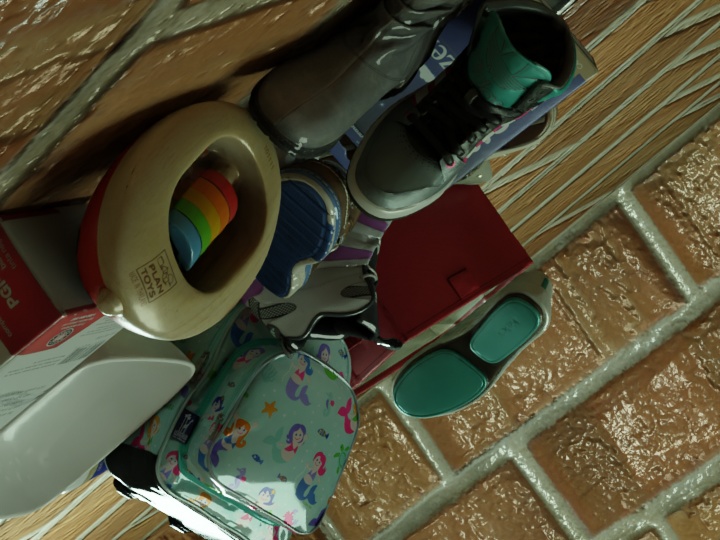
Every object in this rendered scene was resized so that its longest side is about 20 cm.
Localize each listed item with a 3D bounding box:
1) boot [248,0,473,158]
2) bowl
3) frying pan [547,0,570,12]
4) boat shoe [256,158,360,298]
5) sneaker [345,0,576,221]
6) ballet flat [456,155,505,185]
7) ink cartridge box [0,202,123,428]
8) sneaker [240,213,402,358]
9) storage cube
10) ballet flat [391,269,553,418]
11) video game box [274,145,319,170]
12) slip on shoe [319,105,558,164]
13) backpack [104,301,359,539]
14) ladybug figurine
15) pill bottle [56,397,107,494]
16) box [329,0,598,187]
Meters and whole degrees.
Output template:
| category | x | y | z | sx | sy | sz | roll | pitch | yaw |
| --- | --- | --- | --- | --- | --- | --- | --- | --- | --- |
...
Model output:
| category | x | y | z | sx | sy | sz | roll | pitch | yaw |
| --- | --- | --- | --- | --- | --- | --- | --- | --- | --- |
| boot | 0.012 | -0.159 | 1.494 | 0.132 | 0.070 | 0.200 | -45 | 180 | 39 |
| bowl | -0.243 | 0.103 | 1.665 | 0.200 | 0.075 | 0.200 | -42 | 164 | 14 |
| frying pan | 0.123 | -0.203 | 1.794 | 0.115 | 0.031 | 0.190 | -39 | 174 | 25 |
| boat shoe | -0.039 | -0.046 | 1.624 | 0.072 | 0.072 | 0.200 | -44 | 179 | -21 |
| sneaker | 0.079 | -0.119 | 1.528 | 0.200 | 0.084 | 0.121 | -43 | 175 | -26 |
| ballet flat | 0.106 | -0.122 | 1.917 | 0.068 | 0.075 | 0.200 | 11 | -130 | 42 |
| ink cartridge box | -0.253 | 0.048 | 1.476 | 0.200 | 0.083 | 0.147 | -38 | 171 | 20 |
| sneaker | 0.000 | 0.000 | 1.764 | 0.200 | 0.140 | 0.078 | -34 | 168 | -19 |
| storage cube | 0.007 | -0.009 | 1.946 | 0.200 | 0.180 | 0.171 | -29 | 171 | -38 |
| ballet flat | 0.105 | 0.064 | 1.950 | 0.069 | 0.070 | 0.200 | -27 | 168 | -49 |
| video game box | -0.121 | -0.044 | 1.662 | 0.200 | 0.047 | 0.182 | -35 | 171 | -8 |
| slip on shoe | 0.056 | -0.113 | 1.727 | 0.199 | 0.076 | 0.061 | -13 | -174 | 12 |
| backpack | -0.092 | 0.113 | 1.805 | 0.150 | 0.177 | 0.200 | 2 | -117 | 44 |
| ladybug figurine | -0.123 | -0.032 | 1.435 | 0.072 | 0.136 | 0.200 | -2 | -152 | 31 |
| pill bottle | -0.208 | 0.097 | 1.867 | 0.200 | 0.120 | 0.120 | -29 | 170 | -45 |
| box | 0.063 | -0.133 | 1.653 | 0.200 | 0.121 | 0.032 | -37 | -155 | 15 |
